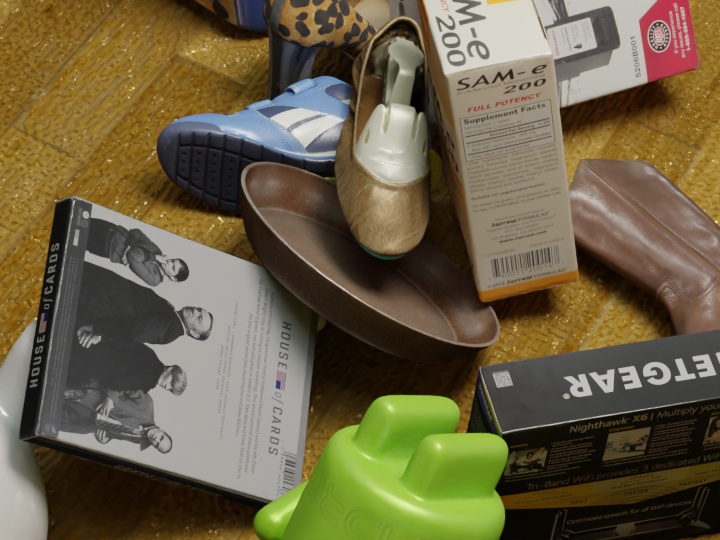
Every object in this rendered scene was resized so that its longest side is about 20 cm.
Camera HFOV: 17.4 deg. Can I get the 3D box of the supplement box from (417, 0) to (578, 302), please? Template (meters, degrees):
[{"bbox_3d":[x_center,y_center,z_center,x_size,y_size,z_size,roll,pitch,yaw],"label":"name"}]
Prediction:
[{"bbox_3d":[0.089,-0.097,1.556,0.073,0.201,0.126,-12,42,-1],"label":"supplement box"}]

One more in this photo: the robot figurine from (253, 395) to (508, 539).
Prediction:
[{"bbox_3d":[0.010,0.172,1.375,0.175,0.201,0.115,35,20,35],"label":"robot figurine"}]

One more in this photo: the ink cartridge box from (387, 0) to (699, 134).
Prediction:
[{"bbox_3d":[0.128,-0.191,1.686,0.199,0.146,0.083,-18,17,-19],"label":"ink cartridge box"}]

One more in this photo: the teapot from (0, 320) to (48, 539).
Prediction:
[{"bbox_3d":[-0.282,0.132,1.398,0.196,0.147,0.201,4,52,-1],"label":"teapot"}]

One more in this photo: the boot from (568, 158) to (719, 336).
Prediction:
[{"bbox_3d":[0.188,0.013,1.592,0.186,0.064,0.200,-30,60,-35],"label":"boot"}]

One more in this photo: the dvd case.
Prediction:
[{"bbox_3d":[-0.112,0.055,1.452,0.199,0.025,0.151,21,67,-37],"label":"dvd case"}]

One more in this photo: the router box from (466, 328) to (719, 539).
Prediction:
[{"bbox_3d":[0.163,0.110,1.451,0.198,0.158,0.052,-8,52,-12],"label":"router box"}]

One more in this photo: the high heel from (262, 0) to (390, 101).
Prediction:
[{"bbox_3d":[0.008,-0.203,1.695,0.071,0.143,0.200,37,57,23],"label":"high heel"}]

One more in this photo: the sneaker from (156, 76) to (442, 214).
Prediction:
[{"bbox_3d":[-0.045,-0.090,1.648,0.198,0.074,0.083,2,50,-14],"label":"sneaker"}]

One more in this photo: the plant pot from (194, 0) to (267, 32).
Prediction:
[{"bbox_3d":[-0.090,-0.307,1.742,0.199,0.201,0.180,33,62,21],"label":"plant pot"}]

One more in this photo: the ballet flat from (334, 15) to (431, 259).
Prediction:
[{"bbox_3d":[0.022,-0.099,1.571,0.067,0.073,0.201,13,43,-7],"label":"ballet flat"}]

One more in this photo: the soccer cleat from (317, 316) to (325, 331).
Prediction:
[{"bbox_3d":[-0.116,0.054,1.534,0.199,0.069,0.086,-3,83,-24],"label":"soccer cleat"}]

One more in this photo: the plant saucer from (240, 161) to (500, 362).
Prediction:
[{"bbox_3d":[0.000,0.000,1.544,0.199,0.035,0.200,30,19,-11],"label":"plant saucer"}]
